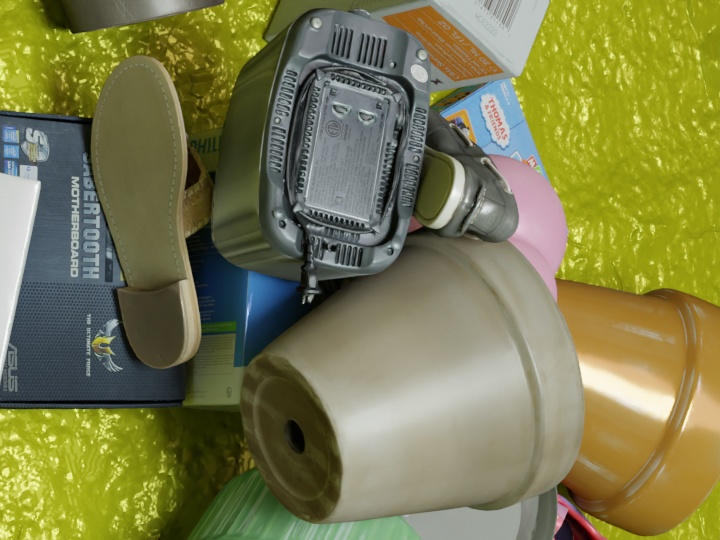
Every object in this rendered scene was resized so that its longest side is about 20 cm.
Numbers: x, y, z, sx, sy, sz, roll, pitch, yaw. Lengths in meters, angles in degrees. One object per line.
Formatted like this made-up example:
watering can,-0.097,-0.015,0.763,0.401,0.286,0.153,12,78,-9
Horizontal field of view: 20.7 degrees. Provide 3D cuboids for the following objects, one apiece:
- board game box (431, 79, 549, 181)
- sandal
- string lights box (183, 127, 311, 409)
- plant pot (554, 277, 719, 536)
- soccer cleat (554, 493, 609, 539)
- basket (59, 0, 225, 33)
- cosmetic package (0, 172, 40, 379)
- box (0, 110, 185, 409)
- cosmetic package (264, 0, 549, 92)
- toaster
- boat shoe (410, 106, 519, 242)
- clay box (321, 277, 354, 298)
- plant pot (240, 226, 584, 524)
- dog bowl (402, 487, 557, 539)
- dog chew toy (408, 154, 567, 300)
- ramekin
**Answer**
board game box,0.073,-0.054,1.606,0.199,0.036,0.152,-33,107,-35
sandal,-0.132,-0.043,1.361,0.069,0.077,0.214,-19,106,-59
string lights box,-0.083,-0.001,1.419,0.059,0.102,0.202,9,82,-34
plant pot,0.186,0.093,1.605,0.182,0.200,0.202,22,73,-20
soccer cleat,0.126,0.188,1.610,0.200,0.073,0.069,39,65,-31
basket,-0.166,-0.274,1.366,0.179,0.136,0.202,-19,103,-35
cosmetic package,-0.274,0.033,1.251,0.107,0.085,0.202,11,85,-11
box,-0.198,-0.004,1.369,0.157,0.051,0.202,4,84,-40
cosmetic package,0.032,-0.188,1.475,0.101,0.199,0.072,37,65,-31
toaster,-0.031,-0.069,1.312,0.113,0.129,0.202,12,79,-22
boat shoe,0.054,-0.064,1.340,0.057,0.200,0.067,23,104,-21
clay box,0.000,0.000,1.479,0.047,0.115,0.202,-21,106,-12
plant pot,0.021,0.083,1.312,0.173,0.199,0.202,-18,99,-33
dog bowl,0.052,0.188,1.517,0.198,0.059,0.202,-7,108,-22
dog chew toy,0.095,0.009,1.491,0.124,0.124,0.201,36,41,-32
ramekin,-0.040,0.231,1.392,0.200,0.199,0.098,52,44,-24
